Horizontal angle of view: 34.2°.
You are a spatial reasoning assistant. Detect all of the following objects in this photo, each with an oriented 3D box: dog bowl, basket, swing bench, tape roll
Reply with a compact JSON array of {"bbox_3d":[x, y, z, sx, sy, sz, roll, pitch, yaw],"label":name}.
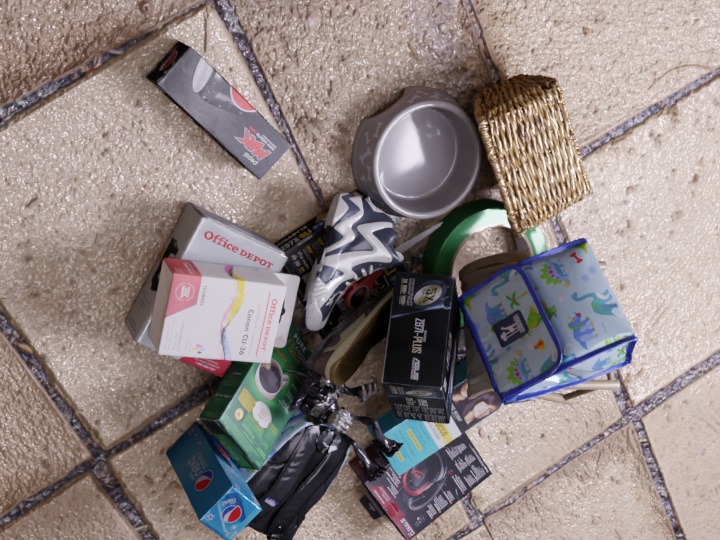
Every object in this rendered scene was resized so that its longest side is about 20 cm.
[{"bbox_3d":[0.089,-0.167,1.719,0.199,0.059,0.201,-7,110,-20],"label":"dog bowl"},{"bbox_3d":[0.225,-0.173,1.724,0.149,0.143,0.201,-30,114,-16],"label":"basket"},{"bbox_3d":[0.260,0.086,1.736,0.199,0.130,0.200,7,68,-26],"label":"swing bench"},{"bbox_3d":[0.195,-0.009,1.826,0.200,0.048,0.201,-7,110,-21],"label":"tape roll"}]

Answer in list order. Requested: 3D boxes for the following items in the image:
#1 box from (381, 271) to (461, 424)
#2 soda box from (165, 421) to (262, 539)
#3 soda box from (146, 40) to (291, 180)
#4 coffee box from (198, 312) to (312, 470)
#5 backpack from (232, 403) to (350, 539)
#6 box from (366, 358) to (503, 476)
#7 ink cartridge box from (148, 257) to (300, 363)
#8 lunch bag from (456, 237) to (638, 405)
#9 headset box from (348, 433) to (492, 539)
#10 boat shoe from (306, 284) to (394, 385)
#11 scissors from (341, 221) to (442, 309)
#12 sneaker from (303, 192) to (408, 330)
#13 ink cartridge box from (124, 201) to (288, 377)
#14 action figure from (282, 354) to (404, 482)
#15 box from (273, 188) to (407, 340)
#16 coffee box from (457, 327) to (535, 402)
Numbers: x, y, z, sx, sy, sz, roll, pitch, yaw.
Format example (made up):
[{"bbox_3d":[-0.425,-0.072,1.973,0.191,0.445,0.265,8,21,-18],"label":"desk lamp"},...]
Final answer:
[{"bbox_3d":[0.090,0.113,1.668,0.086,0.200,0.164,5,69,9],"label":"box"},{"bbox_3d":[-0.212,0.299,1.672,0.068,0.200,0.064,-46,119,-2],"label":"soda box"},{"bbox_3d":[-0.189,-0.215,1.580,0.071,0.063,0.200,-48,119,-1],"label":"soda box"},{"bbox_3d":[-0.141,0.172,1.685,0.123,0.044,0.200,57,49,-37],"label":"coffee box"},{"bbox_3d":[-0.109,0.285,1.756,0.163,0.154,0.200,31,114,-31],"label":"backpack"},{"bbox_3d":[0.116,0.221,1.781,0.200,0.049,0.082,-33,117,-4],"label":"box"},{"bbox_3d":[-0.174,0.057,1.583,0.199,0.067,0.117,6,106,-25],"label":"ink cartridge box"},{"bbox_3d":[0.252,0.074,1.603,0.199,0.171,0.128,-21,154,-1],"label":"lunch bag"},{"bbox_3d":[0.089,0.325,1.881,0.200,0.075,0.149,-38,118,-7],"label":"headset box"},{"bbox_3d":[-0.004,0.080,1.684,0.200,0.065,0.073,-46,149,-40],"label":"boat shoe"},{"bbox_3d":[0.035,-0.020,1.719,0.200,0.014,0.073,-45,117,-2],"label":"scissors"},{"bbox_3d":[0.000,0.000,1.660,0.129,0.079,0.200,16,85,-10],"label":"sneaker"},{"bbox_3d":[-0.216,0.027,1.641,0.145,0.083,0.200,26,97,-28],"label":"ink cartridge box"},{"bbox_3d":[-0.020,0.199,1.676,0.200,0.102,0.119,49,54,-7],"label":"action figure"},{"bbox_3d":[-0.019,0.006,1.740,0.159,0.049,0.200,-35,118,-11],"label":"box"},{"bbox_3d":[0.179,0.154,1.857,0.199,0.080,0.114,-5,112,-21],"label":"coffee box"}]
